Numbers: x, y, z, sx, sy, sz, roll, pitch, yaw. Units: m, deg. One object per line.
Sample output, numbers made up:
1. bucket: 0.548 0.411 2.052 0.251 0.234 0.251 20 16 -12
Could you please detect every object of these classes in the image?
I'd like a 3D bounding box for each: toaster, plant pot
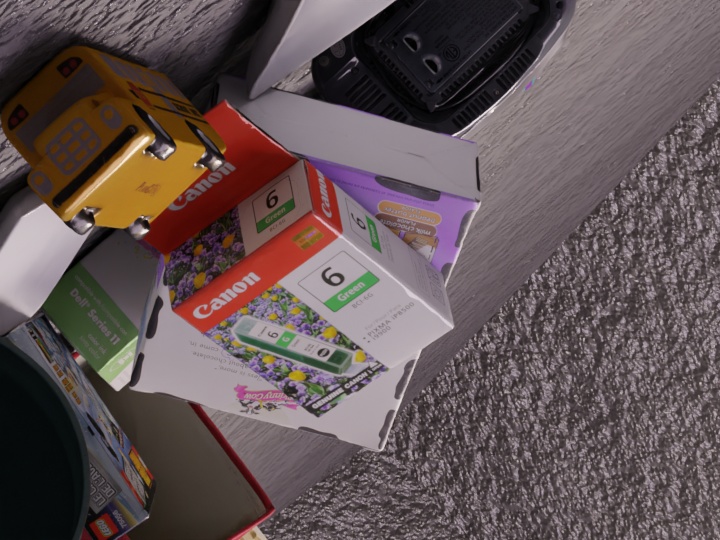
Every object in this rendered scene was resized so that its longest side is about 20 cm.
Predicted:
1. toaster: 0.063 -0.154 1.716 0.200 0.114 0.129 -45 176 4
2. plant pot: -0.242 0.140 1.365 0.200 0.200 0.134 -38 159 -29

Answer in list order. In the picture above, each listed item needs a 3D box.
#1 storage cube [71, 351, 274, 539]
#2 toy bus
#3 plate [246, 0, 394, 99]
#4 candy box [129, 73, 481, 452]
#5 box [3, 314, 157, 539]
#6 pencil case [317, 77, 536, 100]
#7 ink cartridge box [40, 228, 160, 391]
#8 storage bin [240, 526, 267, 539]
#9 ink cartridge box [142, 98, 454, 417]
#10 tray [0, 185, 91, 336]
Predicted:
1. storage cube: -0.205 0.174 1.888 0.180 0.200 0.171 -39 175 29
2. toy bus: -0.125 -0.066 1.357 0.065 0.078 0.200 -42 173 7
3. plate: 0.020 -0.200 1.523 0.200 0.032 0.200 -38 173 -27
4. candy box: -0.036 -0.002 1.620 0.072 0.167 0.201 -88 -164 -55
5. box: -0.180 0.097 1.647 0.040 0.137 0.200 -34 -178 -2
6. pencil case: 0.036 -0.117 1.877 0.200 0.085 0.093 -38 158 -28
7. ink cartridge box: -0.113 -0.014 1.760 0.200 0.067 0.117 -42 173 -4
8. storage bin: -0.195 0.335 2.843 0.200 0.199 0.094 -47 167 35
9. ink cartridge box: -0.049 -0.003 1.521 0.109 0.050 0.200 -34 131 21
10. tray: -0.199 -0.007 1.537 0.107 0.022 0.200 -37 171 -41
